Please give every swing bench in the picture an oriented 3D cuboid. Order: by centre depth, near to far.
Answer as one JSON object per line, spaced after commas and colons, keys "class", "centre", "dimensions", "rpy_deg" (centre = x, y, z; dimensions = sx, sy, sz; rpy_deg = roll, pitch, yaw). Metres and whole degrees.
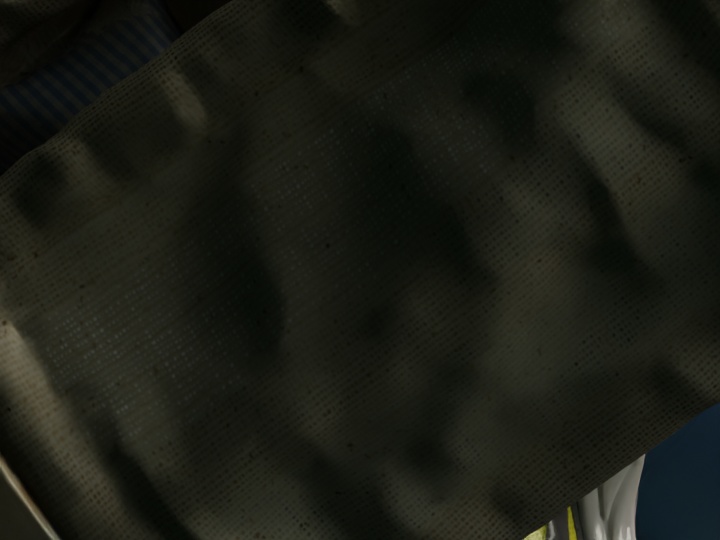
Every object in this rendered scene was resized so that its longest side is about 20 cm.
{"class": "swing bench", "centre": [-0.004, -0.034, 0.634], "dimensions": [0.130, 0.199, 0.200], "rpy_deg": [50, 9, -27]}

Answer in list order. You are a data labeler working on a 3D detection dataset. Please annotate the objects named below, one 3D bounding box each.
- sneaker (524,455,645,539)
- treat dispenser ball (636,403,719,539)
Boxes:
{"class": "sneaker", "centre": [0.027, 0.080, 0.737], "dimensions": [0.084, 0.074, 0.200], "rpy_deg": [5, 71, -30]}
{"class": "treat dispenser ball", "centre": [0.158, 0.044, 1.034], "dimensions": [0.201, 0.201, 0.201], "rpy_deg": [53, 8, -11]}
